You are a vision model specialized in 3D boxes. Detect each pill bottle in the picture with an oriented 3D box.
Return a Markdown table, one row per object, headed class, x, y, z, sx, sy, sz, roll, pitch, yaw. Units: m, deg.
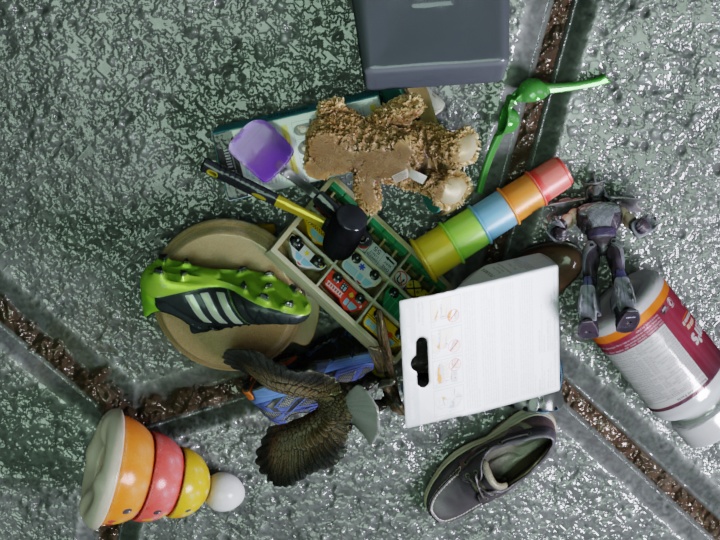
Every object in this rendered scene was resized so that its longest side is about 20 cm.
| class | x | y | z | sx | sy | sz | roll | pitch | yaw |
| --- | --- | --- | --- | --- | --- | --- | --- | --- | --- |
| pill bottle | 0.364 | 0.106 | 1.606 | 0.109 | 0.110 | 0.200 | -38 | 102 | 11 |

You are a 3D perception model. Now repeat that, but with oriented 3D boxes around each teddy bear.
| class | x | y | z | sx | sy | sz | roll | pitch | yaw |
| --- | --- | --- | --- | --- | --- | --- | --- | --- | --- |
| teddy bear | 0.036 | -0.132 | 1.519 | 0.198 | 0.067 | 0.146 | -3 | 122 | 5 |

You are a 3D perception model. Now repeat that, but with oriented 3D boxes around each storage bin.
| class | x | y | z | sx | sy | sz | roll | pitch | yaw |
| --- | --- | --- | --- | --- | --- | --- | --- | --- | --- |
| storage bin | 0.078 | -0.274 | 1.465 | 0.198 | 0.146 | 0.135 | -4 | 83 | 1 |

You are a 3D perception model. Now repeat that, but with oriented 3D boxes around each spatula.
| class | x | y | z | sx | sy | sz | roll | pitch | yaw |
| --- | --- | --- | --- | --- | --- | --- | --- | --- | --- |
| spatula | -0.061 | -0.094 | 1.553 | 0.200 | 0.021 | 0.057 | 40 | 104 | -17 |

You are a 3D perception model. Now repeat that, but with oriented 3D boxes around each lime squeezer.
| class | x | y | z | sx | sy | sz | roll | pitch | yaw |
| --- | --- | --- | --- | --- | --- | --- | --- | --- | --- |
| lime squeezer | 0.190 | -0.178 | 1.574 | 0.200 | 0.038 | 0.071 | -42 | 132 | 11 |

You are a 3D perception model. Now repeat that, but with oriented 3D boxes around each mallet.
| class | x | y | z | sx | sy | sz | roll | pitch | yaw |
| --- | --- | --- | --- | --- | --- | --- | --- | --- | --- |
| mallet | -0.084 | -0.081 | 1.524 | 0.199 | 0.041 | 0.066 | 30 | 141 | -8 |

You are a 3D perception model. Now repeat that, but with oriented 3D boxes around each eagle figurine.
| class | x | y | z | sx | sy | sz | roll | pitch | yaw |
| --- | --- | --- | --- | --- | --- | --- | --- | --- | --- |
| eagle figurine | -0.050 | 0.152 | 1.548 | 0.198 | 0.153 | 0.151 | -13 | 148 | 4 |

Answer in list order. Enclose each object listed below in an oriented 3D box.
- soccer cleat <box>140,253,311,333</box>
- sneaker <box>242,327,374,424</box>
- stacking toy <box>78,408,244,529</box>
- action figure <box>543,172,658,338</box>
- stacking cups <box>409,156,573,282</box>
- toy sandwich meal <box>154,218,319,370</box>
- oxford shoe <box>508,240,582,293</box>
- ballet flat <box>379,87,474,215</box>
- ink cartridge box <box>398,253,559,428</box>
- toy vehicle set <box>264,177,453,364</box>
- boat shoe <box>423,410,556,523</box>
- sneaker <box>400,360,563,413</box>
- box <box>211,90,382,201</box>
| class | x | y | z | sx | sy | sz | roll | pitch | yaw |
| --- | --- | --- | --- | --- | --- | --- | --- | --- | --- |
| soccer cleat | -0.155 | 0.038 | 1.560 | 0.198 | 0.068 | 0.082 | 12 | 123 | 3 |
| sneaker | -0.041 | 0.128 | 1.650 | 0.199 | 0.076 | 0.079 | -20 | 118 | 12 |
| stacking toy | -0.234 | 0.257 | 1.668 | 0.199 | 0.146 | 0.147 | 14 | 106 | -19 |
| action figure | 0.277 | -0.026 | 1.553 | 0.129 | 0.069 | 0.201 | -8 | 62 | 14 |
| stacking cups | 0.156 | -0.060 | 1.584 | 0.199 | 0.061 | 0.061 | -30 | 103 | -2 |
| toy sandwich meal | -0.148 | 0.024 | 1.619 | 0.203 | 0.070 | 0.207 | 1 | 105 | 4 |
| oxford shoe | 0.178 | 0.033 | 1.603 | 0.199 | 0.084 | 0.073 | -31 | 101 | 8 |
| ballet flat | 0.076 | -0.164 | 1.570 | 0.063 | 0.069 | 0.201 | -27 | 108 | -20 |
| ink cartridge box | 0.131 | 0.079 | 1.539 | 0.199 | 0.047 | 0.161 | -12 | 113 | -19 |
| toy vehicle set | 0.000 | 0.000 | 1.592 | 0.200 | 0.026 | 0.124 | 42 | 67 | -10 |
| boat shoe | 0.159 | 0.246 | 1.672 | 0.200 | 0.065 | 0.072 | -38 | 103 | 12 |
| sneaker | 0.147 | 0.126 | 1.644 | 0.198 | 0.073 | 0.083 | 0 | 96 | -7 |
| box | -0.066 | -0.145 | 1.575 | 0.198 | 0.049 | 0.083 | -12 | 106 | 5 |
